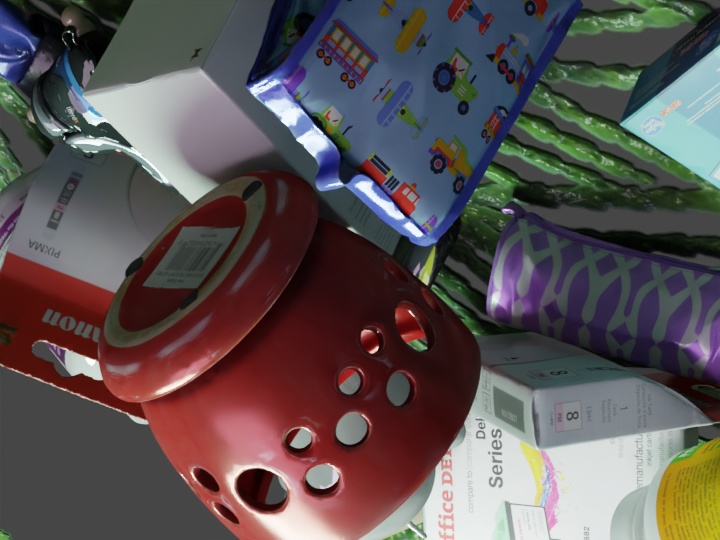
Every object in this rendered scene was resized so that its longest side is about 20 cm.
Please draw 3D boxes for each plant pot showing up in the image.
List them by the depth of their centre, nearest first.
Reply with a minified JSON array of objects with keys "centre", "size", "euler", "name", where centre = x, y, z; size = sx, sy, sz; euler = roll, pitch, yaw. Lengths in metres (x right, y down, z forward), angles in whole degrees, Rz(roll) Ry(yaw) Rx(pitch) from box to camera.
[{"centre":[-0.054,0.055,1.463],"size":[0.182,0.201,0.200],"euler":[43,147,-24],"name":"plant pot"}]

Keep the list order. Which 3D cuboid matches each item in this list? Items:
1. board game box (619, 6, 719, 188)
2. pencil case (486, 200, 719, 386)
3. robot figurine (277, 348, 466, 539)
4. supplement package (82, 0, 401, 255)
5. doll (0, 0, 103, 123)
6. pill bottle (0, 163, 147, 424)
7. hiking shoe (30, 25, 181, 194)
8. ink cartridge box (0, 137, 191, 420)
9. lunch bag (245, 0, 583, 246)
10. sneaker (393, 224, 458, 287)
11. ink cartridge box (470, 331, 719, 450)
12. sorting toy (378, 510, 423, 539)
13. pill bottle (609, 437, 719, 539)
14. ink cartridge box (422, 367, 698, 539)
[{"centre":[0.278,-0.081,1.386],"size":[0.199,0.047,0.151],"euler":[32,150,-12],"name":"board game box"},{"centre":[0.185,0.019,1.587],"size":[0.199,0.084,0.086],"euler":[14,114,16],"name":"pencil case"},{"centre":[-0.012,0.108,1.661],"size":[0.168,0.113,0.201],"euler":[-13,102,14],"name":"robot figurine"},{"centre":[-0.059,-0.104,1.533],"size":[0.121,0.120,0.200],"euler":[-6,139,44],"name":"supplement package"},{"centre":[-0.222,-0.152,1.654],"size":[0.199,0.049,0.137],"euler":[30,144,-8],"name":"doll"},{"centre":[-0.198,0.020,1.770],"size":[0.200,0.112,0.113],"euler":[47,161,28],"name":"pill bottle"},{"centre":[-0.123,-0.104,1.599],"size":[0.199,0.075,0.087],"euler":[14,145,-22],"name":"hiking shoe"},{"centre":[-0.175,-0.006,1.682],"size":[0.162,0.201,0.057],"euler":[20,141,9],"name":"ink cartridge box"},{"centre":[0.025,-0.124,1.353],"size":[0.094,0.201,0.151],"euler":[-10,135,45],"name":"lunch bag"},{"centre":[0.000,0.000,1.710],"size":[0.081,0.074,0.200],"euler":[37,147,-14],"name":"sneaker"},{"centre":[0.175,0.073,1.591],"size":[0.199,0.058,0.162],"euler":[-10,-168,-19],"name":"ink cartridge box"},{"centre":[-0.024,0.147,1.934],"size":[0.185,0.036,0.200],"euler":[52,150,-4],"name":"sorting toy"},{"centre":[0.260,0.163,1.556],"size":[0.111,0.112,0.200],"euler":[36,146,-19],"name":"pill bottle"},{"centre":[0.146,0.149,1.719],"size":[0.198,0.084,0.146],"euler":[2,106,16],"name":"ink cartridge box"}]
